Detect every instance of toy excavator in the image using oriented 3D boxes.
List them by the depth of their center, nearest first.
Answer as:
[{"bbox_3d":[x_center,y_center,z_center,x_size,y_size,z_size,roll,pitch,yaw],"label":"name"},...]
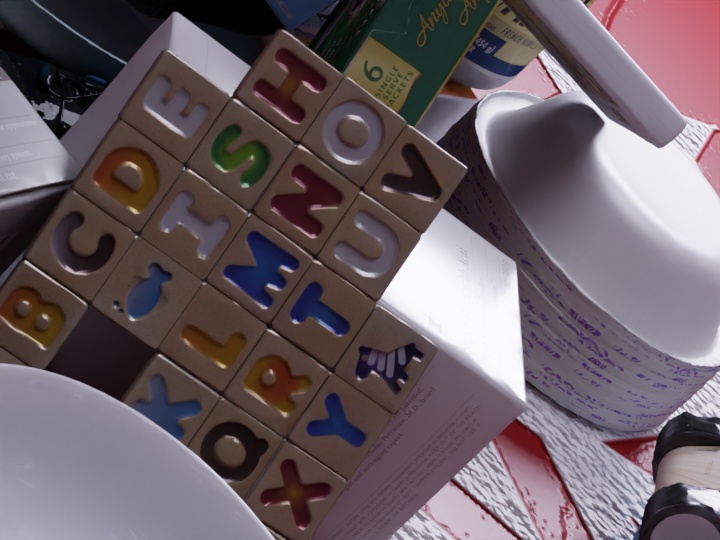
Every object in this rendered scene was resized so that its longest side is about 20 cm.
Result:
[{"bbox_3d":[0.235,0.181,1.413,0.193,0.201,0.100,1,26,10],"label":"toy excavator"}]

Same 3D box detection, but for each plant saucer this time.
[{"bbox_3d":[-0.138,-0.139,1.372,0.201,0.039,0.201,33,22,-15],"label":"plant saucer"}]

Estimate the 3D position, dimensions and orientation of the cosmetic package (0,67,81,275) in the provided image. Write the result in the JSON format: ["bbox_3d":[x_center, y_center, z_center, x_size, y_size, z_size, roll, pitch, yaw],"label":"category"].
[{"bbox_3d":[-0.216,-0.080,1.118,0.200,0.090,0.107,53,28,8],"label":"cosmetic package"}]

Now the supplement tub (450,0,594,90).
[{"bbox_3d":[0.095,-0.214,1.566,0.144,0.200,0.145,39,22,-19],"label":"supplement tub"}]

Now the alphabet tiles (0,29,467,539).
[{"bbox_3d":[-0.050,0.013,1.120,0.167,0.200,0.008,36,-3,-19],"label":"alphabet tiles"}]

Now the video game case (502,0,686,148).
[{"bbox_3d":[0.080,-0.147,1.419,0.200,0.023,0.182,48,3,-7],"label":"video game case"}]

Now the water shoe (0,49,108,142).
[{"bbox_3d":[-0.096,-0.065,1.288,0.200,0.079,0.072,29,29,-32],"label":"water shoe"}]

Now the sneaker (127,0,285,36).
[{"bbox_3d":[-0.084,-0.174,1.391,0.104,0.060,0.200,58,19,21],"label":"sneaker"}]

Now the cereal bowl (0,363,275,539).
[{"bbox_3d":[-0.103,0.134,0.966,0.200,0.083,0.200,35,26,-20],"label":"cereal bowl"}]

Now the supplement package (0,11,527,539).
[{"bbox_3d":[-0.041,0.010,1.208,0.200,0.120,0.121,35,26,-20],"label":"supplement package"}]

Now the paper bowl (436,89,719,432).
[{"bbox_3d":[0.130,-0.018,1.541,0.200,0.104,0.201,37,26,-21],"label":"paper bowl"}]

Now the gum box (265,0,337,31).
[{"bbox_3d":[-0.056,-0.222,1.372,0.170,0.044,0.200,54,17,-14],"label":"gum box"}]

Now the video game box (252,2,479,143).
[{"bbox_3d":[-0.044,-0.154,1.549,0.200,0.047,0.183,2,50,-56],"label":"video game box"}]

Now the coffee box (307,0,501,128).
[{"bbox_3d":[0.017,-0.111,1.275,0.044,0.123,0.200,35,-7,-8],"label":"coffee box"}]
